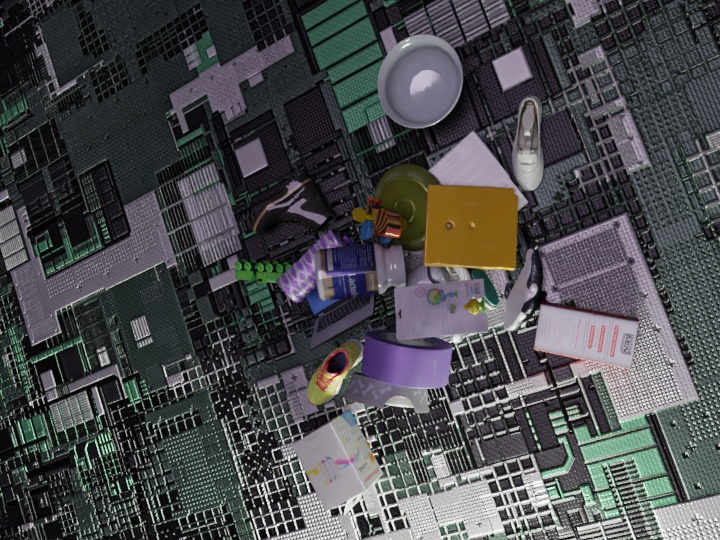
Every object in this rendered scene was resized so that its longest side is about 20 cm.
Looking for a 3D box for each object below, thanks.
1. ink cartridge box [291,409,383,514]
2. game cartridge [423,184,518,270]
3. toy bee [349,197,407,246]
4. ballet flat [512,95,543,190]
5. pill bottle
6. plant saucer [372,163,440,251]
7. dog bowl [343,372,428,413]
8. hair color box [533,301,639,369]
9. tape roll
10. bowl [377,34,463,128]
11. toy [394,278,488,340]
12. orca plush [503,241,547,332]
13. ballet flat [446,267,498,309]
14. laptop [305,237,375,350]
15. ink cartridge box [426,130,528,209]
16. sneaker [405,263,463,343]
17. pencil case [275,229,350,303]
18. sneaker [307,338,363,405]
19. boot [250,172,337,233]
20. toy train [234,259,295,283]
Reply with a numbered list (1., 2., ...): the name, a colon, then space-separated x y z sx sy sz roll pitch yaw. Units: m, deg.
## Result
1. ink cartridge box: -0.046 0.462 1.561 0.124 0.128 0.202 -33 81 19
2. game cartridge: 0.238 -0.093 1.413 0.196 0.032 0.180 4 85 4
3. toy bee: 0.030 -0.117 1.477 0.198 0.130 0.111 -4 78 45
4. ballet flat: 0.359 -0.276 1.407 0.068 0.069 0.204 2 93 21
5. pill bottle: 0.000 0.000 1.468 0.196 0.116 0.118 -7 89 1
6. plant saucer: 0.106 -0.141 1.502 0.197 0.031 0.204 10 109 31
7. dog bowl: 0.061 0.273 1.478 0.197 0.200 0.060 7 84 21
8. hair color box: 0.474 0.134 1.377 0.197 0.061 0.103 11 96 22
9. tape roll: 0.102 0.194 1.454 0.197 0.200 0.087 8 94 21
10. bowl: 0.145 -0.417 1.474 0.198 0.090 0.205 1 92 22
11. toy: 0.176 0.089 1.420 0.197 0.047 0.117 -8 72 17
12. orca plush: 0.372 0.039 1.429 0.105 0.070 0.204 -179 98 -66
13. ballet flat: 0.236 0.005 1.463 0.069 0.069 0.202 -33 84 19
14. laptop: -0.068 0.055 1.566 0.186 0.201 0.116 -31 115 20
15. ink cartridge box: 0.255 -0.184 1.469 0.160 0.050 0.201 -39 87 18
16. sneaker: 0.162 0.079 1.496 0.114 0.075 0.203 -22 79 21
17. pencil case: -0.108 -0.008 1.567 0.200 0.085 0.084 -42 73 11
18. sneaker: -0.075 0.249 1.586 0.078 0.090 0.201 39 106 14
19. boot: -0.167 -0.125 1.621 0.200 0.077 0.139 -41 82 19
20. toy train: -0.238 0.005 1.663 0.197 0.042 0.057 4 103 27
